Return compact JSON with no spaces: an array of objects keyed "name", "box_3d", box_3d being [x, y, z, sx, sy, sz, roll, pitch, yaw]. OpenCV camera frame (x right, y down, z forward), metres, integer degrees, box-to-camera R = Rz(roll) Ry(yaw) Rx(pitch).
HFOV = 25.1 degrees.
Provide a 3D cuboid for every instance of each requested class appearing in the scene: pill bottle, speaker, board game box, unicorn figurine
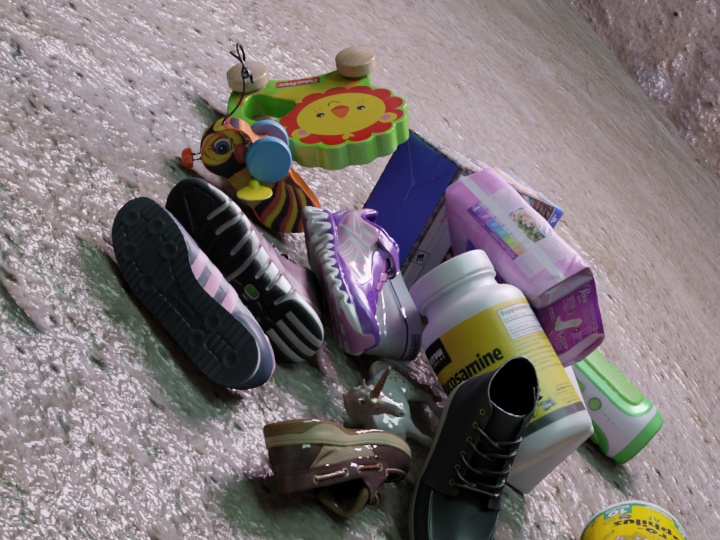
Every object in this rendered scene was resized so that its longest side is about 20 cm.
[{"name":"pill bottle","box_3d":[0.255,0.298,1.505,0.113,0.113,0.200,43,15,-1]},{"name":"speaker","box_3d":[0.257,0.129,1.884,0.200,0.089,0.088,45,21,3]},{"name":"board game box","box_3d":[0.102,-0.044,1.798,0.199,0.160,0.097,19,16,-48]},{"name":"pill bottle","box_3d":[0.128,0.088,1.548,0.112,0.112,0.201,-1,59,-61]},{"name":"unicorn figurine","box_3d":[0.035,0.137,1.505,0.137,0.074,0.200,42,2,-14]}]

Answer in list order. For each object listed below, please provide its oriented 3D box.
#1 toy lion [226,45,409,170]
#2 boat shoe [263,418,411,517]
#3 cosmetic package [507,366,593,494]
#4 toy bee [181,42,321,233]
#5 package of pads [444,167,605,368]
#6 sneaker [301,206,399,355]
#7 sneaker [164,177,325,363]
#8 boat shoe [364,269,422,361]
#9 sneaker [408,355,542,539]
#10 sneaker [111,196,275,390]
[{"name":"toy lion","box_3d":[-0.047,-0.166,1.757,0.192,0.197,0.069,-92,174,-56]},{"name":"boat shoe","box_3d":[-0.016,0.172,1.365,0.200,0.071,0.073,26,56,-61]},{"name":"cosmetic package","box_3d":[0.162,0.120,1.702,0.084,0.108,0.201,34,25,-24]},{"name":"toy bee","box_3d":[-0.124,-0.118,1.667,0.131,0.108,0.202,-59,124,-83]},{"name":"package of pads","box_3d":[0.164,-0.002,1.656,0.200,0.075,0.121,50,-15,44]},{"name":"sneaker","box_3d":[0.000,0.000,1.579,0.087,0.081,0.201,-9,38,-7]},{"name":"sneaker","box_3d":[-0.103,-0.007,1.528,0.201,0.075,0.116,53,16,-5]},{"name":"boat shoe","box_3d":[0.004,0.021,1.653,0.065,0.074,0.200,3,26,-21]},{"name":"sneaker","box_3d":[0.098,0.172,1.396,0.074,0.106,0.202,17,63,-12]},{"name":"sneaker","box_3d":[-0.145,0.025,1.408,0.201,0.070,0.082,55,7,19]}]
